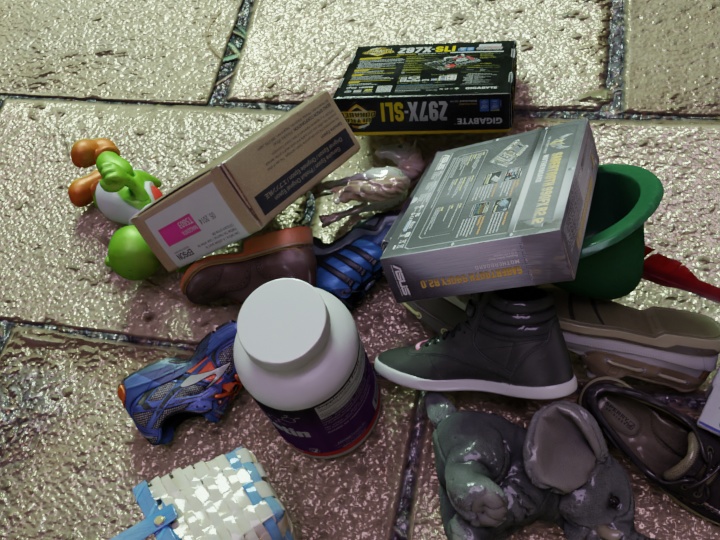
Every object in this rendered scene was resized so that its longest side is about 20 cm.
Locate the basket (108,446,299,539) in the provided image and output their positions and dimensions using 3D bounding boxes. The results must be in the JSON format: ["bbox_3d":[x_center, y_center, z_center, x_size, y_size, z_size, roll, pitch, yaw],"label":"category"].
[{"bbox_3d":[-0.148,0.263,0.709,0.199,0.178,0.139,-31,44,-22],"label":"basket"}]

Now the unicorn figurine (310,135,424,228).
[{"bbox_3d":[0.014,-0.095,0.910,0.135,0.075,0.200,-19,24,-1],"label":"unicorn figurine"}]

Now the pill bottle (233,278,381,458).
[{"bbox_3d":[-0.048,0.090,0.761,0.110,0.201,0.114,-5,59,9],"label":"pill bottle"}]

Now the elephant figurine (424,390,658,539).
[{"bbox_3d":[0.168,0.183,0.721,0.196,0.142,0.158,-8,100,-1],"label":"elephant figurine"}]

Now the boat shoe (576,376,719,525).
[{"bbox_3d":[0.274,0.162,0.714,0.198,0.065,0.074,30,93,15],"label":"boat shoe"}]

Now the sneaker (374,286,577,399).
[{"bbox_3d":[0.097,0.056,0.758,0.198,0.070,0.101,-1,100,35],"label":"sneaker"}]

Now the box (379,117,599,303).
[{"bbox_3d":[0.121,-0.056,0.741,0.156,0.049,0.201,-9,31,27],"label":"box"}]

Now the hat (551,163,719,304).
[{"bbox_3d":[0.225,0.015,0.781,0.197,0.178,0.166,-8,30,33],"label":"hat"}]

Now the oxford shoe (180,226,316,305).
[{"bbox_3d":[-0.120,0.015,0.863,0.199,0.071,0.074,-20,81,45],"label":"oxford shoe"}]

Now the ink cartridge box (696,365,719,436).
[{"bbox_3d":[0.411,0.115,0.722,0.195,0.044,0.200,27,57,23],"label":"ink cartridge box"}]

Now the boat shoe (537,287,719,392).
[{"bbox_3d":[0.229,0.068,0.776,0.197,0.069,0.075,11,28,10],"label":"boat shoe"}]

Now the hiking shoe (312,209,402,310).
[{"bbox_3d":[0.000,0.000,0.885,0.197,0.074,0.088,-17,66,14],"label":"hiking shoe"}]

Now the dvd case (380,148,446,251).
[{"bbox_3d":[0.120,-0.053,0.849,0.147,0.016,0.201,20,39,10],"label":"dvd case"}]

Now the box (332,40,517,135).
[{"bbox_3d":[0.078,-0.211,0.957,0.196,0.050,0.160,1,33,12],"label":"box"}]

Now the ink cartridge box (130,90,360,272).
[{"bbox_3d":[-0.120,-0.089,0.863,0.199,0.076,0.165,-17,21,50],"label":"ink cartridge box"}]

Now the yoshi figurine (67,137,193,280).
[{"bbox_3d":[-0.274,-0.061,0.956,0.200,0.112,0.112,40,91,25],"label":"yoshi figurine"}]

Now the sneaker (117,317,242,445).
[{"bbox_3d":[-0.146,0.113,0.853,0.198,0.075,0.079,-29,68,4],"label":"sneaker"}]

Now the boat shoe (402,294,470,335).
[{"bbox_3d":[0.117,0.054,0.826,0.201,0.061,0.072,39,40,10],"label":"boat shoe"}]
